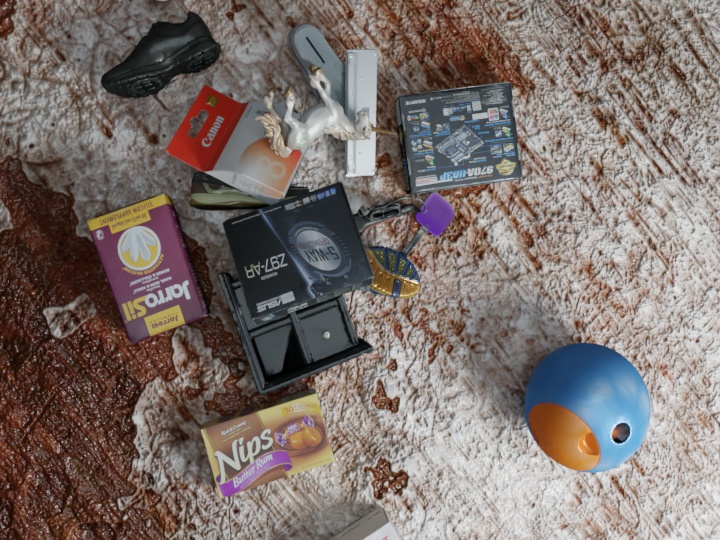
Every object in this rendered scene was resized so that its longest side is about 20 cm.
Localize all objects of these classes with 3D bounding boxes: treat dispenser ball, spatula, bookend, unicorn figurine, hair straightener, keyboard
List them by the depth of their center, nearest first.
[{"bbox_3d":[-0.063,-0.242,1.235,0.197,0.074,0.139,-26,118,-5],"label":"unicorn figurine"},{"bbox_3d":[0.363,0.219,1.272,0.196,0.201,0.206,0,91,-6],"label":"treat dispenser ball"},{"bbox_3d":[-0.104,0.067,1.277,0.196,0.092,0.203,-19,92,-6],"label":"bookend"},{"bbox_3d":[0.001,-0.255,1.291,0.055,0.011,0.205,-9,110,-28],"label":"keyboard"},{"bbox_3d":[0.016,-0.080,1.294,0.195,0.077,0.042,-15,80,-5],"label":"hair straightener"},{"bbox_3d":[0.084,-0.040,1.330,0.056,0.021,0.201,38,88,1],"label":"spatula"}]

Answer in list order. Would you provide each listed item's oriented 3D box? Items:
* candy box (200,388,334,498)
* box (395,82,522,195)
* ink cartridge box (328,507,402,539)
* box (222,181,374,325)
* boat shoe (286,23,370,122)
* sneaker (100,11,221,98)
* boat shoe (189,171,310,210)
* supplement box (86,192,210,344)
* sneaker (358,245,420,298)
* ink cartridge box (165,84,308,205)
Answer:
[{"bbox_3d":[-0.151,0.281,1.293,0.195,0.056,0.119,-16,92,-7],"label":"candy box"},{"bbox_3d":[0.165,-0.220,1.323,0.195,0.046,0.163,-9,92,-6],"label":"box"},{"bbox_3d":[0.031,0.523,1.300,0.145,0.086,0.203,-31,95,-5],"label":"ink cartridge box"},{"bbox_3d":[-0.095,-0.027,1.212,0.196,0.044,0.164,-18,77,-5],"label":"box"},{"bbox_3d":[-0.050,-0.314,1.292,0.073,0.067,0.202,-36,115,-10],"label":"boat shoe"},{"bbox_3d":[-0.326,-0.345,1.268,0.197,0.076,0.092,-26,84,-12],"label":"sneaker"},{"bbox_3d":[-0.177,-0.134,1.277,0.196,0.072,0.068,-2,90,-6],"label":"boat shoe"},{"bbox_3d":[-0.331,-0.003,1.248,0.128,0.103,0.204,-20,93,-7],"label":"supplement box"},{"bbox_3d":[0.000,0.000,1.294,0.196,0.088,0.077,17,72,-10],"label":"sneaker"},{"bbox_3d":[-0.184,-0.212,1.252,0.197,0.050,0.164,27,56,-8],"label":"ink cartridge box"}]
